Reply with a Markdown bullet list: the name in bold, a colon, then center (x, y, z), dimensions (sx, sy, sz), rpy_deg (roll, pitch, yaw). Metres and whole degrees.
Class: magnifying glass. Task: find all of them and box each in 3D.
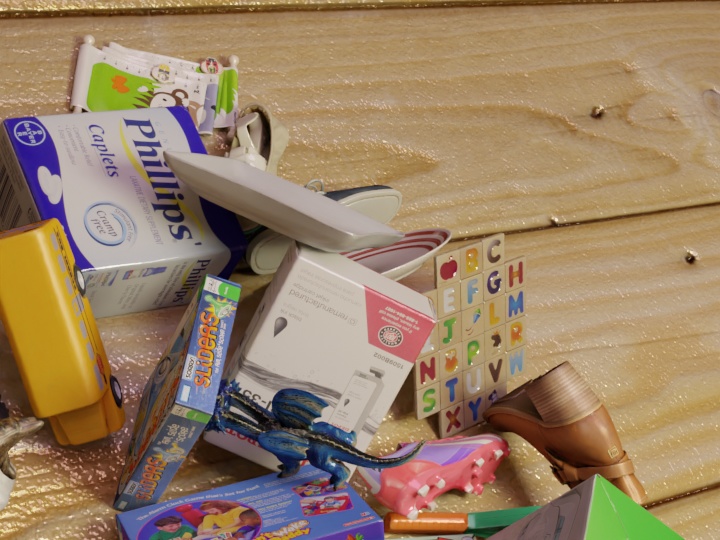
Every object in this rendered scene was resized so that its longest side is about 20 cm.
- **magnifying glass**: center (0.122, 0.250, 1.364), dimensions (0.200, 0.080, 0.022), rpy_deg (5, 62, -13)

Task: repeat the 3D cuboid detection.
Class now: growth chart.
- **growth chart**: center (-0.224, -0.196, 1.538), dimensions (0.200, 0.018, 0.145), rpy_deg (6, 55, -24)

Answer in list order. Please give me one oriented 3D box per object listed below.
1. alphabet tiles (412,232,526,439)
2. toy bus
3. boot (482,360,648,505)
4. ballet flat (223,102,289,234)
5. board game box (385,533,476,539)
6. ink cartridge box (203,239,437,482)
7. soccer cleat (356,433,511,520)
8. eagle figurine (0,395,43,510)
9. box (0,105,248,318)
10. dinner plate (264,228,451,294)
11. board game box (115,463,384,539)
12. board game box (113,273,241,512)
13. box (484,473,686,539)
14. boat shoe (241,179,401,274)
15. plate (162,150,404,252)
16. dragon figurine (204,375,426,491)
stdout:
- **alphabet tiles**: center (0.115, 0.068, 1.435), dimensions (0.166, 0.200, 0.006), rpy_deg (-18, 24, -38)
- **toy bus**: center (-0.267, 0.058, 1.215), dimensions (0.065, 0.078, 0.200), rpy_deg (-15, 102, 2)
- **boot**: center (0.206, 0.180, 1.390), dimensions (0.077, 0.200, 0.155), rpy_deg (-29, 84, -25)
- **ballet flat**: center (-0.121, -0.117, 1.481), dimensions (0.069, 0.069, 0.200), rpy_deg (23, 34, -11)
- **board game box**: center (0.034, 0.316, 1.289), dimensions (0.200, 0.029, 0.135), rpy_deg (2, 55, -28)
- **ink cartridge box**: center (-0.039, 0.091, 1.293), dimensions (0.146, 0.200, 0.083), rpy_deg (25, 13, -9)
- **soccer cleat**: center (0.078, 0.188, 1.367), dimensions (0.076, 0.067, 0.200), rpy_deg (37, 28, 26)
- **eagle figurine**: center (-0.360, 0.104, 1.189), dimensions (0.200, 0.151, 0.152), rpy_deg (33, -5, 37)
- **box**: center (-0.242, -0.058, 1.366), dimensions (0.200, 0.105, 0.184), rpy_deg (-10, 62, -34)
- **dinner plate**: center (0.000, 0.000, 1.414), dimensions (0.200, 0.200, 0.024), rpy_deg (-29, 104, -40)
- **board game box**: center (-0.096, 0.230, 1.189), dimensions (0.200, 0.045, 0.134), rpy_deg (-12, 19, -19)
- **board game box**: center (-0.162, 0.113, 1.217), dimensions (0.034, 0.200, 0.135), rpy_deg (20, 49, -13)
- **box**: center (0.225, 0.306, 1.278), dimensions (0.200, 0.176, 0.097), rpy_deg (38, 41, -14)
- **boat shoe**: center (-0.048, -0.054, 1.489), dimensions (0.200, 0.075, 0.062), rpy_deg (-25, 48, -25)
- **plate**: center (-0.072, -0.060, 1.319), dimensions (0.200, 0.032, 0.200), rpy_deg (24, 8, 13)
- **dragon figurine**: center (-0.051, 0.141, 1.193), dimensions (0.099, 0.200, 0.059), rpy_deg (48, 57, -47)
